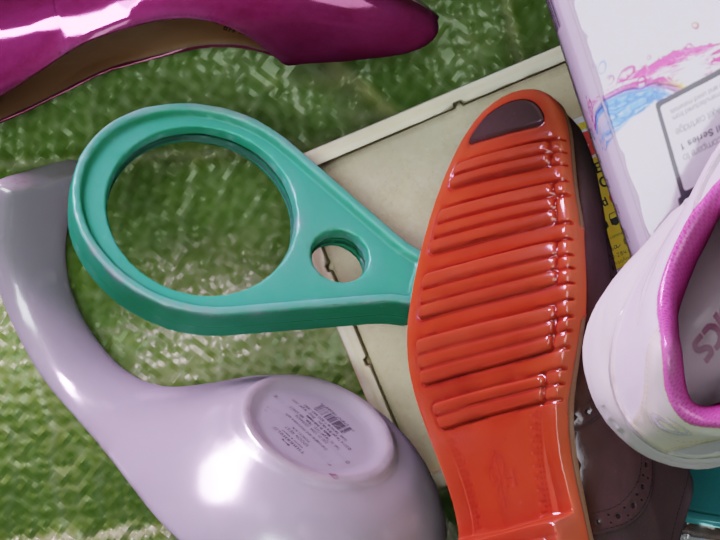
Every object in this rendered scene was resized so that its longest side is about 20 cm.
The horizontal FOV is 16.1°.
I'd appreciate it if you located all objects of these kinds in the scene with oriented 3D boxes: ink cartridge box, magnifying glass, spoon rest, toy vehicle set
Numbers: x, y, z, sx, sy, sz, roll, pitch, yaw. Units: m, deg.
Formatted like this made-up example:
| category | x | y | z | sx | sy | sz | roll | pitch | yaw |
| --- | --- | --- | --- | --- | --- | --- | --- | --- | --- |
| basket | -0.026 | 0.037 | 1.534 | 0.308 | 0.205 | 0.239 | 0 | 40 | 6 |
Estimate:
| category | x | y | z | sx | sy | sz | roll | pitch | yaw |
| --- | --- | --- | --- | --- | --- | --- | --- | --- | --- |
| ink cartridge box | 0.108 | -0.059 | 0.775 | 0.083 | 0.145 | 0.201 | -18 | 91 | 5 |
| magnifying glass | 0.000 | 0.000 | 0.838 | 0.199 | 0.022 | 0.080 | 19 | 59 | -3 |
| spoon rest | -0.053 | 0.045 | 0.848 | 0.200 | 0.099 | 0.061 | 42 | 128 | 26 |
| toy vehicle set | 0.085 | -0.016 | 0.866 | 0.199 | 0.027 | 0.125 | -22 | 90 | 6 |

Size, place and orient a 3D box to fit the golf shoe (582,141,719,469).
| category | x | y | z | sx | sy | sz | roll | pitch | yaw |
| --- | --- | --- | --- | --- | --- | --- | --- | --- | --- |
| golf shoe | 0.132 | -0.032 | 0.657 | 0.075 | 0.092 | 0.201 | 32 | 92 | 3 |

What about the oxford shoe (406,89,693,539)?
| category | x | y | z | sx | sy | sz | roll | pitch | yaw |
| --- | --- | --- | --- | --- | --- | --- | --- | --- | --- |
| oxford shoe | 0.064 | 0.044 | 0.804 | 0.071 | 0.072 | 0.202 | -9 | 79 | 47 |

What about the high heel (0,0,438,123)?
| category | x | y | z | sx | sy | sz | roll | pitch | yaw |
| --- | --- | --- | --- | --- | --- | --- | --- | --- | --- |
| high heel | -0.074 | -0.066 | 0.860 | 0.199 | 0.067 | 0.097 | 10 | 84 | 20 |

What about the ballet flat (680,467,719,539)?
| category | x | y | z | sx | sy | sz | roll | pitch | yaw |
| --- | --- | --- | --- | --- | --- | --- | --- | --- | --- |
| ballet flat | 0.171 | 0.084 | 0.846 | 0.199 | 0.072 | 0.072 | -4 | 92 | 8 |
